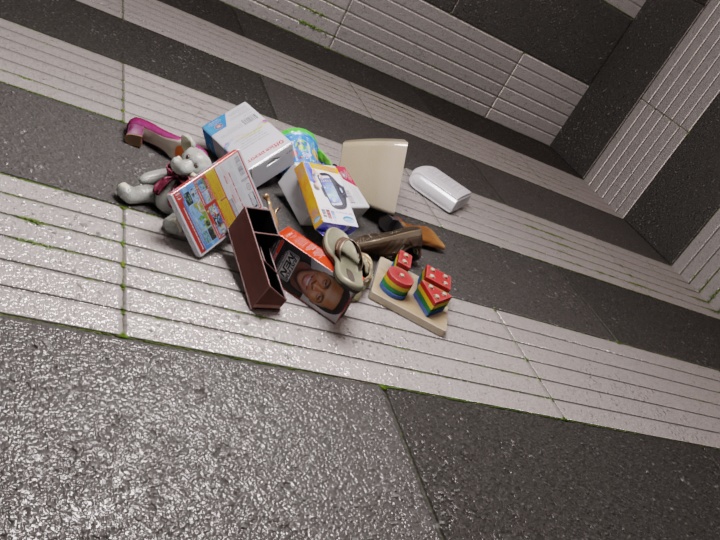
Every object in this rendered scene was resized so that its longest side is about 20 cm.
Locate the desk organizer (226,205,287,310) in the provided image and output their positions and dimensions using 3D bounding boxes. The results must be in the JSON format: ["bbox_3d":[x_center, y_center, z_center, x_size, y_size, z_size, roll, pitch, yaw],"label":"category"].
[{"bbox_3d":[-0.197,-0.025,1.395,0.071,0.077,0.201,5,52,-40],"label":"desk organizer"}]

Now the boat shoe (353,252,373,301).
[{"bbox_3d":[0.000,0.000,1.626,0.072,0.065,0.200,30,26,-2],"label":"boat shoe"}]

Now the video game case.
[{"bbox_3d":[-0.291,-0.141,1.432,0.017,0.144,0.200,5,37,38],"label":"video game case"}]

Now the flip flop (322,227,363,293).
[{"bbox_3d":[-0.027,-0.030,1.432,0.081,0.058,0.200,20,28,-22],"label":"flip flop"}]

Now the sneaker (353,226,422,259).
[{"bbox_3d":[0.071,-0.058,1.789,0.199,0.076,0.070,-12,18,-18],"label":"sneaker"}]

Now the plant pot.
[{"bbox_3d":[0.026,-0.284,1.988,0.176,0.201,0.200,11,13,-2],"label":"plant pot"}]

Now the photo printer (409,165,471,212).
[{"bbox_3d":[0.266,-0.285,2.394,0.200,0.070,0.166,37,27,13],"label":"photo printer"}]

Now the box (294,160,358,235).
[{"bbox_3d":[-0.079,-0.166,1.697,0.119,0.041,0.201,5,56,-46],"label":"box"}]

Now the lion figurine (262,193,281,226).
[{"bbox_3d":[-0.234,-0.118,1.584,0.199,0.072,0.123,8,52,-49],"label":"lion figurine"}]

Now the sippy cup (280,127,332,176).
[{"bbox_3d":[-0.170,-0.294,1.906,0.177,0.140,0.131,-18,51,-1],"label":"sippy cup"}]

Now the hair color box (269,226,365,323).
[{"bbox_3d":[-0.102,0.008,1.466,0.199,0.102,0.061,33,25,6],"label":"hair color box"}]

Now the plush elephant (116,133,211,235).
[{"bbox_3d":[-0.371,-0.190,1.470,0.164,0.155,0.200,37,27,13],"label":"plush elephant"}]

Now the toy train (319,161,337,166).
[{"bbox_3d":[-0.074,-0.294,2.104,0.199,0.034,0.046,24,39,-15],"label":"toy train"}]

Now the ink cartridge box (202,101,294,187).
[{"bbox_3d":[-0.286,-0.320,1.801,0.144,0.085,0.200,-37,63,-23],"label":"ink cartridge box"}]

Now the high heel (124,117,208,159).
[{"bbox_3d":[-0.466,-0.320,1.703,0.199,0.068,0.096,10,41,-12],"label":"high heel"}]

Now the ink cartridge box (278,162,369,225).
[{"bbox_3d":[-0.094,-0.196,1.816,0.199,0.086,0.148,-5,59,-49],"label":"ink cartridge box"}]

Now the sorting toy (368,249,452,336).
[{"bbox_3d":[0.133,0.040,1.690,0.199,0.070,0.199,28,26,-5],"label":"sorting toy"}]

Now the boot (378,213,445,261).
[{"bbox_3d":[0.163,-0.076,1.961,0.199,0.069,0.188,15,22,-44],"label":"boot"}]
